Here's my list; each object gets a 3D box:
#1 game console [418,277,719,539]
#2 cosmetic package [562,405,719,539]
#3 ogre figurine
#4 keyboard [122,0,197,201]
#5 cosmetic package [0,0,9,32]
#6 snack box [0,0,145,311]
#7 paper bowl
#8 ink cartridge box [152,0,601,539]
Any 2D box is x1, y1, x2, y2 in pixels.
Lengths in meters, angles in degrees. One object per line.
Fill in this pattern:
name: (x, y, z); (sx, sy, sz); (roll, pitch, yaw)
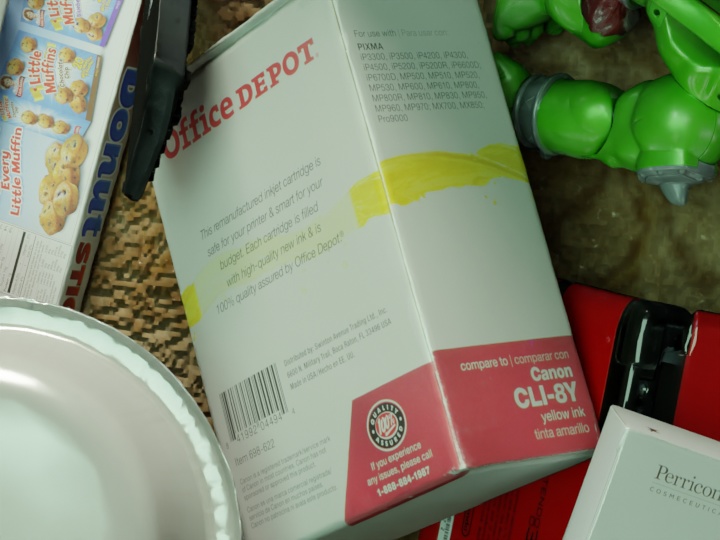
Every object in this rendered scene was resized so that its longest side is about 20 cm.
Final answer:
game console: (0.118, 0.113, 1.068); (0.172, 0.118, 0.201); (15, 94, 54)
cosmetic package: (0.163, 0.156, 0.987); (0.199, 0.052, 0.152); (20, 98, -4)
ogre figurine: (0.124, -0.113, 1.031); (0.200, 0.098, 0.120); (-47, 59, 3)
keyboard: (-0.065, -0.127, 1.076); (0.039, 0.104, 0.201); (9, 48, -10)
cosmetic package: (-0.263, -0.102, 1.144); (0.071, 0.199, 0.102); (23, 101, 65)
snack box: (-0.143, -0.054, 1.182); (0.072, 0.024, 0.201); (18, 95, 25)
paper bowl: (-0.144, 0.110, 1.006); (0.199, 0.104, 0.202); (0, 76, -2)
ink cartridge box: (0.000, 0.000, 1.053); (0.145, 0.083, 0.201); (-29, 72, 48)
